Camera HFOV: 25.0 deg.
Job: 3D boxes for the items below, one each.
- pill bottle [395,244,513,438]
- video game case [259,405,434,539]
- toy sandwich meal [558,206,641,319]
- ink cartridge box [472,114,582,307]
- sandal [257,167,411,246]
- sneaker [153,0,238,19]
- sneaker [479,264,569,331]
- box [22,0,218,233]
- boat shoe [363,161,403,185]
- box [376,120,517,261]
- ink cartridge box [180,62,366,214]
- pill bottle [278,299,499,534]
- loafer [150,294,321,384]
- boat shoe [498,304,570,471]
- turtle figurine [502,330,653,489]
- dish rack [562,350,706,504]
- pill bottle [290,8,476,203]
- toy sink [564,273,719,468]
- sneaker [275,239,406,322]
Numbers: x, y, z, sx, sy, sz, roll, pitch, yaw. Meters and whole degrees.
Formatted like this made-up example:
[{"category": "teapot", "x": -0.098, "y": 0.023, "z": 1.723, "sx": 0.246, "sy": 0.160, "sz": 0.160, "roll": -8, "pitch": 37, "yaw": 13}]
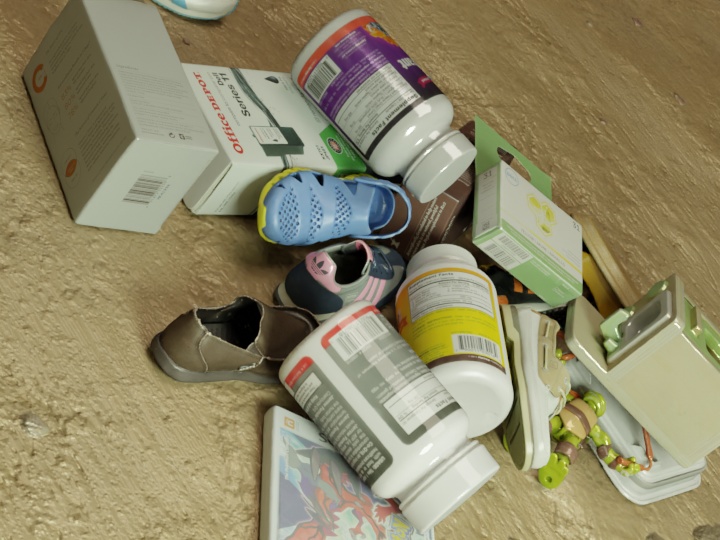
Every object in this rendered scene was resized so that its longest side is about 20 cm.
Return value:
[{"category": "pill bottle", "x": 0.093, "y": 0.068, "z": 1.678, "sx": 0.109, "sy": 0.109, "sz": 0.201, "roll": 24, "pitch": 37, "yaw": -25}, {"category": "video game case", "x": -0.009, "y": 0.231, "z": 1.468, "sx": 0.182, "sy": 0.023, "sz": 0.201, "roll": 26, "pitch": 37, "yaw": -23}, {"category": "toy sandwich meal", "x": 0.282, "y": 0.013, "z": 1.951, "sx": 0.206, "sy": 0.070, "sz": 0.205, "roll": 55, "pitch": 10, "yaw": -15}, {"category": "ink cartridge box", "x": 0.187, "y": -0.076, "z": 1.822, "sx": 0.145, "sy": 0.048, "sz": 0.201, "roll": 36, "pitch": 42, "yaw": -32}, {"category": "sandal", "x": -0.021, "y": -0.064, "z": 1.666, "sx": 0.087, "sy": 0.080, "sz": 0.199, "roll": 15, "pitch": 19, "yaw": 42}, {"category": "sneaker", "x": -0.221, "y": -0.359, "z": 1.865, "sx": 0.199, "sy": 0.081, "sz": 0.077, "roll": 27, "pitch": 34, "yaw": -24}, {"category": "sneaker", "x": 0.175, "y": 0.028, "z": 1.841, "sx": 0.199, "sy": 0.070, "sz": 0.090, "roll": -3, "pitch": 57, "yaw": -45}, {"category": "box", "x": -0.236, "y": -0.154, "z": 1.578, "sx": 0.097, "sy": 0.124, "sz": 0.201, "roll": 7, "pitch": 48, "yaw": -42}, {"category": "boat shoe", "x": 0.034, "y": -0.138, "z": 1.895, "sx": 0.199, "sy": 0.062, "sz": 0.075, "roll": -3, "pitch": 52, "yaw": -49}, {"category": "box", "x": 0.101, "y": -0.090, "z": 1.863, "sx": 0.075, "sy": 0.100, "sz": 0.200, "roll": 34, "pitch": 32, "yaw": 12}, {"category": "ink cartridge box", "x": -0.114, "y": -0.136, "z": 1.720, "sx": 0.199, "sy": 0.083, "sz": 0.147, "roll": -2, "pitch": 53, "yaw": -47}, {"category": "pill bottle", "x": 0.027, "y": 0.135, "z": 1.493, "sx": 0.200, "sy": 0.114, "sz": 0.114, "roll": 50, "pitch": 34, "yaw": 11}, {"category": "loafer", "x": -0.100, "y": 0.063, "z": 1.520, "sx": 0.200, "sy": 0.071, "sz": 0.073, "roll": -7, "pitch": 57, "yaw": -49}, {"category": "boat shoe", "x": 0.181, "y": 0.116, "z": 1.665, "sx": 0.068, "sy": 0.075, "sz": 0.201, "roll": 5, "pitch": 49, "yaw": -9}, {"category": "turtle figurine", "x": 0.217, "y": 0.159, "z": 1.744, "sx": 0.161, "sy": 0.064, "sz": 0.200, "roll": -29, "pitch": 81, "yaw": -48}, {"category": "dish rack", "x": 0.309, "y": 0.164, "z": 1.852, "sx": 0.171, "sy": 0.044, "sz": 0.200, "roll": -6, "pitch": 55, "yaw": -48}, {"category": "pill bottle", "x": 0.028, "y": -0.172, "z": 1.727, "sx": 0.200, "sy": 0.111, "sz": 0.111, "roll": 48, "pitch": 34, "yaw": 11}, {"category": "toy sink", "x": 0.332, "y": 0.090, "z": 1.778, "sx": 0.200, "sy": 0.112, "sz": 0.130, "roll": 46, "pitch": 22, "yaw": -9}, {"category": "sneaker", "x": 0.000, "y": 0.000, "z": 1.683, "sx": 0.070, "sy": 0.082, "sz": 0.200, "roll": 50, "pitch": 34, "yaw": 12}]
